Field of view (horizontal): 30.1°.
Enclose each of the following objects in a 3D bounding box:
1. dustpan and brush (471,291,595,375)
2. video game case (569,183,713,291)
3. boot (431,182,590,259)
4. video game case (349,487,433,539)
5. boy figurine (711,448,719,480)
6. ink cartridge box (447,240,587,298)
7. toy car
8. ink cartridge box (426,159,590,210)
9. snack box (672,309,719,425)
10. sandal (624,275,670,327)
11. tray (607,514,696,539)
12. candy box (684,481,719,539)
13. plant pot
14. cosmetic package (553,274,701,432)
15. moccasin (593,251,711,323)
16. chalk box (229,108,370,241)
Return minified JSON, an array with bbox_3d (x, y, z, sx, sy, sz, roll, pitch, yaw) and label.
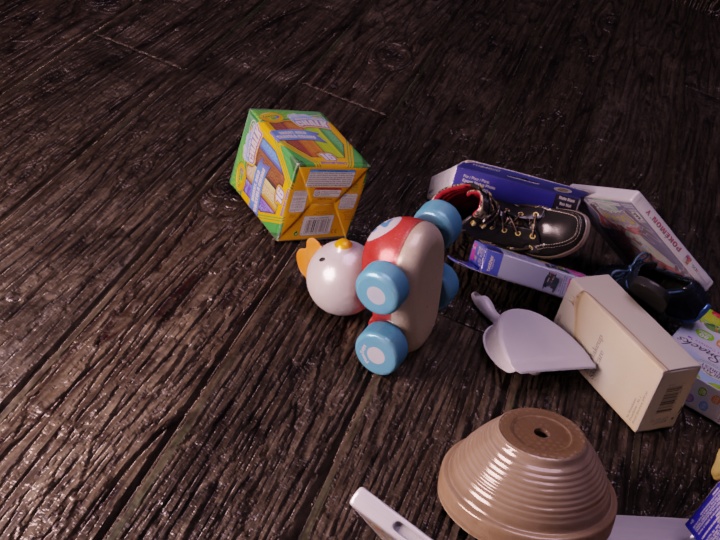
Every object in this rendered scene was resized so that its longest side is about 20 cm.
[{"bbox_3d":[0.203,0.080,1.768,0.138,0.058,0.201,-1,42,-31],"label":"dustpan and brush"},{"bbox_3d":[0.399,-0.050,1.937,0.182,0.023,0.200,47,-9,-17],"label":"video game case"},{"bbox_3d":[0.208,-0.072,1.886,0.199,0.074,0.150,9,-9,45],"label":"boot"},{"bbox_3d":[0.083,0.284,1.251,0.181,0.023,0.200,34,-12,23],"label":"video game case"},{"bbox_3d":[0.510,0.207,1.688,0.199,0.064,0.125,-19,80,-36],"label":"boy figurine"},{"bbox_3d":[0.226,-0.001,1.877,0.198,0.042,0.119,15,6,-4],"label":"ink cartridge box"},{"bbox_3d":[0.000,0.000,1.673,0.198,0.178,0.184,17,39,22],"label":"toy car"},{"bbox_3d":[0.215,-0.110,1.984,0.198,0.041,0.200,14,-6,-9],"label":"ink cartridge box"},{"bbox_3d":[0.491,0.131,1.839,0.141,0.053,0.200,29,32,19],"label":"snack box"},{"bbox_3d":[0.380,0.056,1.825,0.075,0.045,0.200,30,-8,14],"label":"sandal"},{"bbox_3d":[0.312,0.313,1.467,0.198,0.022,0.108,7,31,-21],"label":"tray"},{"bbox_3d":[0.480,0.330,1.462,0.168,0.077,0.201,11,32,-34],"label":"candy box"},{"bbox_3d":[0.187,0.214,1.458,0.198,0.094,0.201,7,26,-3],"label":"plant pot"},{"bbox_3d":[0.340,0.105,1.745,0.072,0.104,0.200,-5,36,-33],"label":"cosmetic package"},{"bbox_3d":[0.411,0.013,1.901,0.199,0.068,0.081,12,51,48],"label":"moccasin"},{"bbox_3d":[-0.097,-0.148,1.882,0.124,0.125,0.200,-3,37,-35],"label":"chalk box"}]
